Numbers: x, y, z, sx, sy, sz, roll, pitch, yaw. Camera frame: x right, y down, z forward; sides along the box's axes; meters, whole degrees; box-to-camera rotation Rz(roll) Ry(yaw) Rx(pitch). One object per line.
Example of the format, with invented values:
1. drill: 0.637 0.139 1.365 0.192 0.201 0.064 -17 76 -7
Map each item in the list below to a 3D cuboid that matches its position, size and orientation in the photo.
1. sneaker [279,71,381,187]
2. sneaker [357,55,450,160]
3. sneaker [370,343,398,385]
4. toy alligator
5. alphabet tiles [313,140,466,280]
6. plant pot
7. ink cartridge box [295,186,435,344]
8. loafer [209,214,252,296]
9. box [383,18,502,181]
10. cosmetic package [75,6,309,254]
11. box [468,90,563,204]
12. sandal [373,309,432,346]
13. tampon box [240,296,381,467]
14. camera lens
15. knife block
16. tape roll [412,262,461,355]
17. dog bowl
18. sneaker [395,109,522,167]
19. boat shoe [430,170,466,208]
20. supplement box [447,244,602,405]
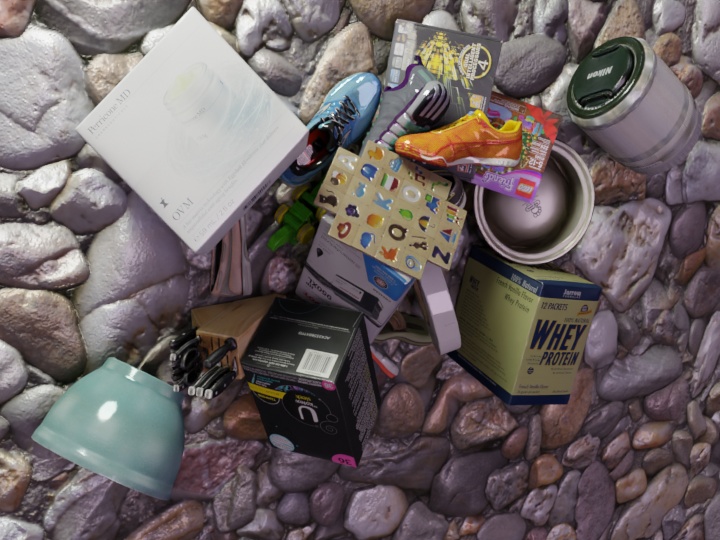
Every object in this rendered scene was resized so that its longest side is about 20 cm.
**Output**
1. sneaker: -0.035 -0.195 1.000 0.078 0.090 0.201 43 83 -17
2. sneaker: 0.044 -0.205 1.023 0.073 0.089 0.200 10 133 -47
3. sneaker: -0.018 0.136 1.152 0.082 0.077 0.200 -45 121 3
4. toy alligator: -0.065 -0.100 1.056 0.201 0.059 0.054 -51 165 -13
5. alphabet tiles: 0.042 -0.082 0.942 0.196 0.006 0.169 25 58 -5
6. plant pot: -0.318 0.204 0.968 0.199 0.198 0.137 36 70 -32
7. ink cartridge box: 0.000 0.000 1.008 0.143 0.201 0.085 37 56 7
8. loafer: -0.190 -0.055 0.998 0.061 0.072 0.206 -10 115 -15
9. box: 0.110 -0.248 1.050 0.156 0.049 0.206 13 105 4
10. cosmetic package: -0.198 -0.163 0.880 0.200 0.123 0.200 44 86 -4
11. box: 0.194 -0.201 1.098 0.195 0.039 0.140 19 102 2
12. sandal: 0.049 0.074 1.157 0.197 0.080 0.058 10 122 -39
13. tampon box: -0.065 0.165 1.041 0.203 0.146 0.128 79 27 -42
14. camera lens: 0.451 -0.271 1.187 0.198 0.160 0.162 29 94 -32
15. knife block: -0.173 0.107 1.001 0.195 0.175 0.066 -9 114 -23
16. tape roll: 0.105 0.028 1.097 0.036 0.204 0.207 -17 117 0
17. dog bowl: 0.274 -0.116 1.167 0.194 0.074 0.207 0 97 0
18. sneaker: 0.136 -0.183 0.995 0.194 0.073 0.080 -6 107 -23
19. boat shoe: 0.054 -0.100 1.048 0.196 0.074 0.061 -15 156 11
20. supplement box: 0.266 0.087 1.201 0.131 0.199 0.206 4 106 -29
